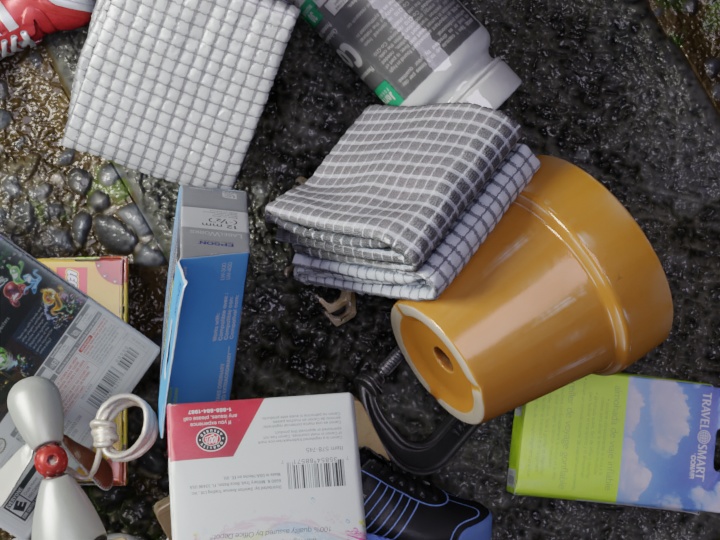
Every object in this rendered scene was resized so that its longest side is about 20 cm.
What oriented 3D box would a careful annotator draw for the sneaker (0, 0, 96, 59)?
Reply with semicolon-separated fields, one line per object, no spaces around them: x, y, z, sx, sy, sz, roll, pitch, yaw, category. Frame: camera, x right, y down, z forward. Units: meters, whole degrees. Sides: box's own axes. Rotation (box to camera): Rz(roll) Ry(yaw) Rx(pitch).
-0.332;-0.196;1.480;0.200;0.071;0.113;0;83;1;sneaker

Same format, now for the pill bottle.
0.044;-0.208;1.504;0.113;0.113;0.200;-45;92;-7;pill bottle

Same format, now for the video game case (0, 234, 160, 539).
-0.293;0.096;1.384;0.182;0.023;0.200;38;83;-25;video game case

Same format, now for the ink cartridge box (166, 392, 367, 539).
-0.071;0.212;1.281;0.145;0.145;0.200;-2;69;-6;ink cartridge box

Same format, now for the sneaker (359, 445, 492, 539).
0.020;0.192;1.414;0.200;0.070;0.078;4;106;-14;sneaker

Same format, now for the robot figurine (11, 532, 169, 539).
-0.245;0.297;1.440;0.200;0.113;0.170;-20;106;-7;robot figurine

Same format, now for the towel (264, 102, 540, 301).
0.030;-0.066;1.421;0.166;0.200;0.086;-54;127;-22;towel

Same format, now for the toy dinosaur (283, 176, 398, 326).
0.000;0.000;1.515;0.200;0.058;0.101;44;82;-3;toy dinosaur

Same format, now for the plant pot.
0.135;0.032;1.440;0.183;0.200;0.200;-35;91;-19;plant pot

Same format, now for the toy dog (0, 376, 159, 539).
-0.240;0.194;1.359;0.132;0.096;0.200;8;74;-7;toy dog

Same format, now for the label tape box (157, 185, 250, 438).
-0.130;0.032;1.391;0.066;0.200;0.143;5;114;-10;label tape box

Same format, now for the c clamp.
0.062;0.077;1.508;0.171;0.027;0.200;47;64;-20;c clamp

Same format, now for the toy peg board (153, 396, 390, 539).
-0.057;0.234;1.489;0.200;0.098;0.199;-28;106;-8;toy peg board

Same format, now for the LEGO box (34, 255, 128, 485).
-0.278;0.088;1.466;0.149;0.077;0.200;1;86;-7;LEGO box

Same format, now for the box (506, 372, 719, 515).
0.241;0.155;1.538;0.200;0.048;0.122;7;87;-6;box

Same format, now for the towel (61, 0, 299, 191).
-0.157;-0.181;1.458;0.165;0.086;0.200;20;114;-5;towel
